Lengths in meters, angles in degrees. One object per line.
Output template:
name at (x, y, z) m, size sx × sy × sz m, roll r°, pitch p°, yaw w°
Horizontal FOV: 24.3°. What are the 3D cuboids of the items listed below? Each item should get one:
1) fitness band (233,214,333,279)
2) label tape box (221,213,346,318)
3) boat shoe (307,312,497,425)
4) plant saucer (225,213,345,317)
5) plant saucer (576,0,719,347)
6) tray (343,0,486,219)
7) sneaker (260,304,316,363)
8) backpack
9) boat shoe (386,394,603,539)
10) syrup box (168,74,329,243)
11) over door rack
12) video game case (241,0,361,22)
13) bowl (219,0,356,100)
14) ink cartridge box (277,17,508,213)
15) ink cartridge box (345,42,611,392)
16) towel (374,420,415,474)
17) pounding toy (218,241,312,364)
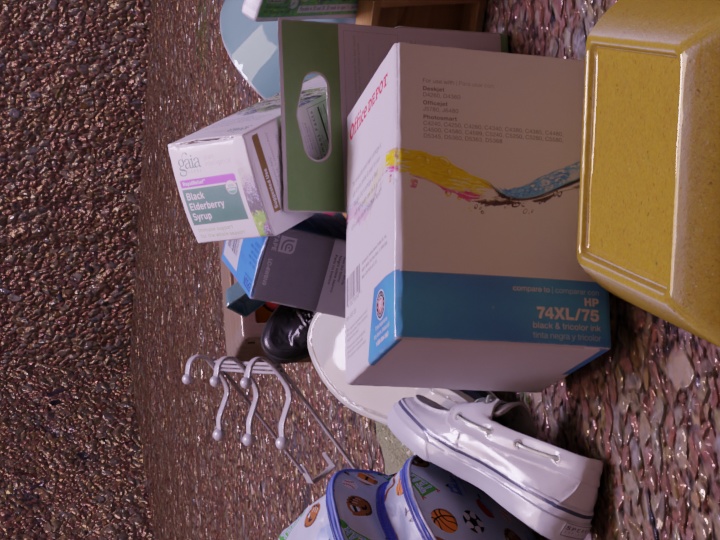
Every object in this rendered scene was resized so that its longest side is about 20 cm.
fitness band at (-0.034, -0.053, 1.527) m, size 0.037 × 0.200 × 0.144 m, roll 55°, pitch 170°, yaw 13°
label tape box at (0.000, 0.000, 1.337) m, size 0.143 × 0.199 × 0.066 m, roll -139°, pitch 65°, yaw -72°
boat shoe at (0.040, 0.086, 1.324) m, size 0.200 × 0.062 × 0.075 m, roll 27°, pitch 107°, yaw 38°
plant saucer at (-0.035, -0.024, 1.510) m, size 0.019 × 0.200 × 0.070 m, roll 57°, pitch -176°, yaw 13°
plant saucer at (0.173, -0.062, 0.959) m, size 0.200 × 0.048 × 0.201 m, roll -146°, pitch 55°, yaw -72°
tray at (0.039, -0.139, 1.380) m, size 0.037 × 0.098 × 0.201 m, roll -124°, pitch 34°, yaw -50°
sneaker at (-0.015, 0.007, 1.514) m, size 0.060 × 0.200 × 0.104 m, roll 56°, pitch -179°, yaw 19°
backpack at (0.039, 0.227, 1.211) m, size 0.154 × 0.190 × 0.200 m, roll -58°, pitch 42°, yaw 25°
boat shoe at (0.100, 0.123, 1.186) m, size 0.200 × 0.073 × 0.067 m, roll 29°, pitch 97°, yaw 44°
syrup box at (-0.046, -0.091, 1.265) m, size 0.079 × 0.200 × 0.082 m, roll -5°, pitch 109°, yaw 39°
over door rack at (-0.075, 0.160, 1.639) m, size 0.067 × 0.200 × 0.148 m, roll -55°, pitch 24°, yaw -19°
video game case at (0.004, -0.280, 1.295) m, size 0.022 × 0.200 × 0.183 m, roll 35°, pitch 117°, yaw 28°
bowl at (-0.012, -0.219, 1.464) m, size 0.105 × 0.200 × 0.201 m, roll -53°, pitch 36°, yaw 38°
ink cartridge box at (0.022, -0.109, 1.252) m, size 0.048 × 0.199 × 0.146 m, roll -10°, pitch 81°, yaw 63°
ink cartridge box at (0.074, -0.031, 1.132) m, size 0.147 × 0.146 × 0.201 m, roll 131°, pitch 140°, yaw -70°
towel at (0.051, 0.180, 1.429) m, size 0.200 × 0.036 × 0.149 m, roll -127°, pitch 21°, yaw -66°
pounding toy at (-0.065, -0.023, 1.649) m, size 0.142 × 0.183 × 0.201 m, roll 127°, pitch 140°, yaw -68°
